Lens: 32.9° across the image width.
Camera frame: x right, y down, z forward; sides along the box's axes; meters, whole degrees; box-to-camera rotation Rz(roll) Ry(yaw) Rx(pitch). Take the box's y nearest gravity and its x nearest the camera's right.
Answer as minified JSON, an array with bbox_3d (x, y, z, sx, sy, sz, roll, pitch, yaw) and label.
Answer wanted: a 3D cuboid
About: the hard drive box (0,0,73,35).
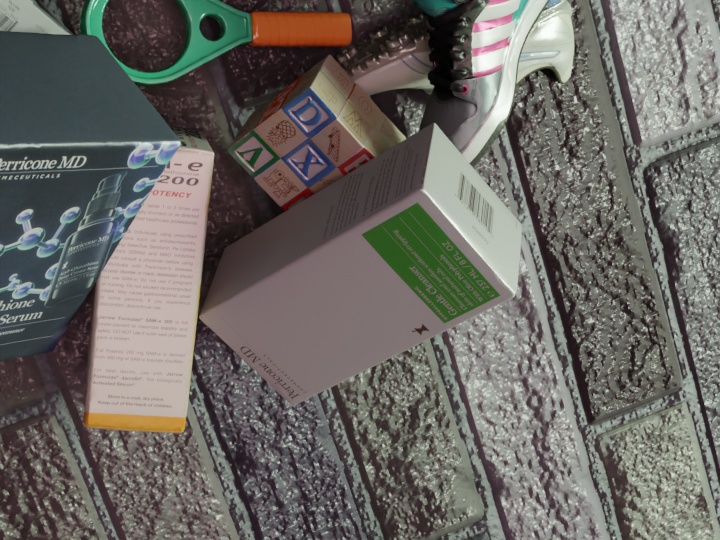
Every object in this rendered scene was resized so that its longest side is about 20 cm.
[{"bbox_3d":[-0.293,-0.117,0.796,0.200,0.156,0.077,-45,79,0],"label":"hard drive box"}]

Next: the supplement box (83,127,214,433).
[{"bbox_3d":[-0.153,0.001,0.876,0.073,0.126,0.200,5,103,-12],"label":"supplement box"}]

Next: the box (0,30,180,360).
[{"bbox_3d":[-0.234,-0.040,0.755,0.107,0.148,0.200,50,122,22],"label":"box"}]

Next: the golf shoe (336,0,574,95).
[{"bbox_3d":[0.073,-0.150,0.918,0.200,0.078,0.097,-20,112,-6],"label":"golf shoe"}]

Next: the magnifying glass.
[{"bbox_3d":[-0.100,-0.174,0.876,0.200,0.022,0.080,-5,93,-27],"label":"magnifying glass"}]

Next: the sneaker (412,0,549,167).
[{"bbox_3d":[0.057,-0.168,0.815,0.121,0.084,0.200,19,94,-35],"label":"sneaker"}]

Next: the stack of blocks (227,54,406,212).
[{"bbox_3d":[-0.004,-0.045,0.905,0.115,0.059,0.200,-32,111,31],"label":"stack of blocks"}]

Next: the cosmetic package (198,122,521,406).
[{"bbox_3d":[0.000,0.000,0.844,0.200,0.085,0.108,-31,117,29],"label":"cosmetic package"}]
